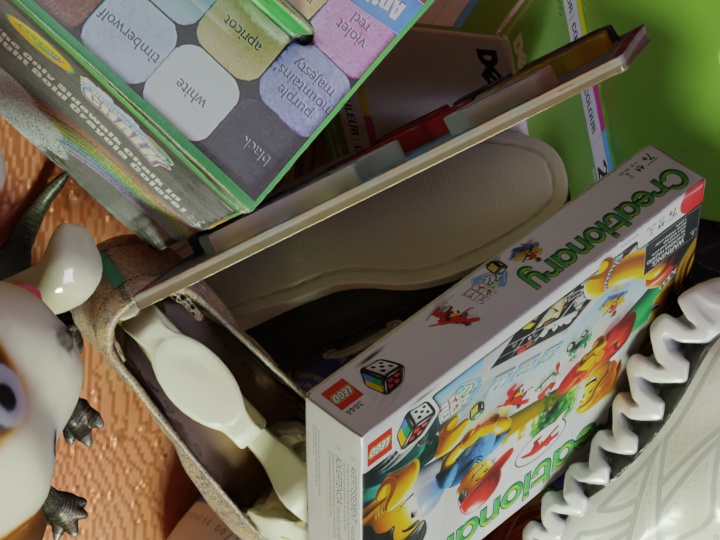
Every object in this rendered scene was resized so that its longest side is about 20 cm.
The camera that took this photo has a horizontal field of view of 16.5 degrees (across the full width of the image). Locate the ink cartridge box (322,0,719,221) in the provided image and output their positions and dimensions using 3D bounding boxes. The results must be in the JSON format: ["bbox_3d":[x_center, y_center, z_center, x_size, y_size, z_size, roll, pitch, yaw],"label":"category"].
[{"bbox_3d":[0.088,-0.062,1.072,0.076,0.200,0.148,-53,141,-39],"label":"ink cartridge box"}]

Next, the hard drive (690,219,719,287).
[{"bbox_3d":[0.170,-0.022,1.182,0.140,0.200,0.038,-20,125,-38],"label":"hard drive"}]

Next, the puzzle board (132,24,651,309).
[{"bbox_3d":[0.015,-0.045,0.957,0.200,0.151,0.017,-26,93,12],"label":"puzzle board"}]

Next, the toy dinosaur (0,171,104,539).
[{"bbox_3d":[-0.152,0.056,0.993,0.200,0.077,0.102,-62,152,4],"label":"toy dinosaur"}]

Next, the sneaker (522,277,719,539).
[{"bbox_3d":[0.128,0.103,1.062,0.075,0.081,0.200,-7,130,-56],"label":"sneaker"}]

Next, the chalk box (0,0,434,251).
[{"bbox_3d":[-0.058,-0.099,0.896,0.124,0.200,0.124,43,75,-9],"label":"chalk box"}]

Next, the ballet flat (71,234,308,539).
[{"bbox_3d":[-0.045,0.069,1.015,0.068,0.067,0.200,-46,113,-2],"label":"ballet flat"}]

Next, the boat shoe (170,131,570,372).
[{"bbox_3d":[0.000,0.000,1.059,0.200,0.074,0.060,-22,144,13],"label":"boat shoe"}]

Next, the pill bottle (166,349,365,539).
[{"bbox_3d":[0.011,0.088,1.144,0.200,0.112,0.112,-51,137,-13],"label":"pill bottle"}]

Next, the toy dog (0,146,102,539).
[{"bbox_3d":[-0.179,0.027,0.857,0.194,0.200,0.140,-41,133,-23],"label":"toy dog"}]

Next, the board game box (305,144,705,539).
[{"bbox_3d":[0.059,0.048,1.017,0.200,0.035,0.126,-35,146,-29],"label":"board game box"}]

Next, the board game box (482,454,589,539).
[{"bbox_3d":[0.117,0.126,1.176,0.045,0.200,0.135,30,86,-28],"label":"board game box"}]
